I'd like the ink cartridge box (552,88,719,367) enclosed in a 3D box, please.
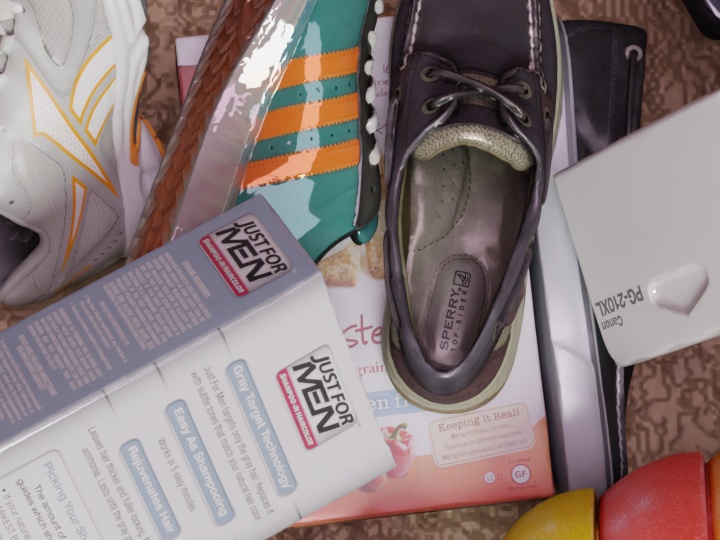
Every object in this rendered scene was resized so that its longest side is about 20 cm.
[{"bbox_3d":[0.195,-0.040,1.035,0.199,0.145,0.085,-18,86,-25],"label":"ink cartridge box"}]

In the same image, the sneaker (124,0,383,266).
[{"bbox_3d":[-0.023,-0.055,1.039,0.080,0.071,0.201,24,86,-20],"label":"sneaker"}]

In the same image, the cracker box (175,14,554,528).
[{"bbox_3d":[0.000,0.000,1.096,0.133,0.058,0.201,-7,85,-3],"label":"cracker box"}]

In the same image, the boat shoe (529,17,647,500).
[{"bbox_3d":[0.097,-0.006,1.097,0.056,0.069,0.201,-4,83,-3],"label":"boat shoe"}]

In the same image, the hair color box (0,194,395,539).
[{"bbox_3d":[-0.097,0.068,0.969,0.199,0.061,0.099,-28,129,-8],"label":"hair color box"}]

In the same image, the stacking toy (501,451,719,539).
[{"bbox_3d":[0.097,0.125,1.005,0.199,0.146,0.147,-4,85,10],"label":"stacking toy"}]

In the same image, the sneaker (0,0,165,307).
[{"bbox_3d":[-0.130,-0.065,1.028,0.092,0.201,0.076,-36,45,-26],"label":"sneaker"}]

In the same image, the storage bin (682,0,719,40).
[{"bbox_3d":[0.190,-0.180,1.081,0.199,0.134,0.146,-30,87,-5],"label":"storage bin"}]

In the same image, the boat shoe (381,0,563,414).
[{"bbox_3d":[0.043,-0.047,1.041,0.071,0.065,0.201,8,83,-2],"label":"boat shoe"}]
